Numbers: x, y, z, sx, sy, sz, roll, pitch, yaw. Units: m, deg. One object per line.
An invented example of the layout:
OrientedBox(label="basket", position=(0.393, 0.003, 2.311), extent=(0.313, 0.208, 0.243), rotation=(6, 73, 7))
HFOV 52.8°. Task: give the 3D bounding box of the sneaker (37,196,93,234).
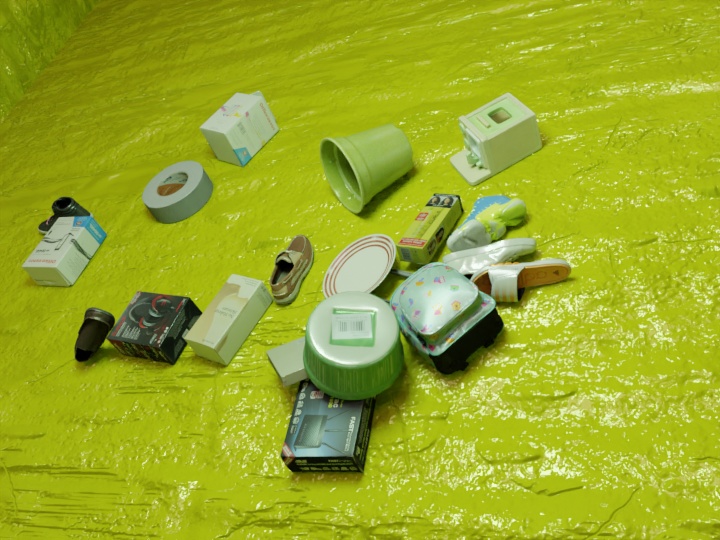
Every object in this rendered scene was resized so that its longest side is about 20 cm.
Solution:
OrientedBox(label="sneaker", position=(-0.938, -0.176, 2.251), extent=(0.199, 0.099, 0.071), rotation=(-11, 47, 19))

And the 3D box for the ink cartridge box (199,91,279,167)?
OrientedBox(label="ink cartridge box", position=(-0.355, -0.435, 2.187), extent=(0.125, 0.129, 0.200), rotation=(19, 58, 38))

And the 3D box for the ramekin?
OrientedBox(label="ramekin", position=(-0.014, 0.136, 1.386), extent=(0.198, 0.098, 0.201), rotation=(0, 50, 1))

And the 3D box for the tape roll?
OrientedBox(label="tape roll", position=(-0.536, -0.232, 2.128), extent=(0.199, 0.066, 0.201), rotation=(-14, 44, 13))

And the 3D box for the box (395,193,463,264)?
OrientedBox(label="box", position=(0.158, -0.097, 1.642), extent=(0.075, 0.050, 0.200), rotation=(9, 46, 34))

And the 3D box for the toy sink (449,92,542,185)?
OrientedBox(label="toy sink", position=(0.314, -0.321, 1.755), extent=(0.199, 0.112, 0.131), rotation=(-29, 42, -1))

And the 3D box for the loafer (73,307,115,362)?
OrientedBox(label="loafer", position=(-0.643, 0.161, 1.745), extent=(0.073, 0.200, 0.071), rotation=(20, 47, -16))

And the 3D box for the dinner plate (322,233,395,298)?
OrientedBox(label="dinner plate", position=(0.000, 0.000, 1.645), extent=(0.199, 0.024, 0.201), rotation=(-28, 36, 22))

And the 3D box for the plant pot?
OrientedBox(label="plant pot", position=(0.026, -0.272, 1.815), extent=(0.183, 0.201, 0.200), rotation=(-28, 41, -19))

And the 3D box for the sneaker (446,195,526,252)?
OrientedBox(label="sneaker", position=(0.266, -0.105, 1.612), extent=(0.199, 0.076, 0.105), rotation=(-26, 30, -9))

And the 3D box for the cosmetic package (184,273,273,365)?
OrientedBox(label="cosmetic package", position=(-0.303, 0.111, 1.677), extent=(0.105, 0.071, 0.201), rotation=(10, 54, 33))

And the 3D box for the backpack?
OrientedBox(label="backpack", position=(0.154, 0.079, 1.426), extent=(0.176, 0.154, 0.200), rotation=(-41, 40, -7))

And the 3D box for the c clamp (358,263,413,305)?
OrientedBox(label="c clamp", position=(0.095, 0.030, 1.595), extent=(0.199, 0.027, 0.172), rotation=(8, 58, 30))

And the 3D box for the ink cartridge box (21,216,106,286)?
OrientedBox(label="ink cartridge box", position=(-0.858, -0.057, 2.108), extent=(0.145, 0.085, 0.201), rotation=(0, 49, 26))

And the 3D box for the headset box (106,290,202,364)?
OrientedBox(label="headset box", position=(-0.503, 0.134, 1.752), extent=(0.199, 0.075, 0.149), rotation=(5, 53, 30))

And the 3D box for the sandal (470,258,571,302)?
OrientedBox(label="sandal", position=(0.318, 0.024, 1.445), extent=(0.205, 0.079, 0.059), rotation=(-12, 42, 14))

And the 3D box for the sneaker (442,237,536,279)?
OrientedBox(label="sneaker", position=(0.278, -0.011, 1.524), extent=(0.198, 0.073, 0.085), rotation=(-15, 74, 5))

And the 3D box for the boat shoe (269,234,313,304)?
OrientedBox(label="boat shoe", position=(-0.165, -0.015, 1.729), extent=(0.075, 0.072, 0.201), rotation=(-6, 47, 21))

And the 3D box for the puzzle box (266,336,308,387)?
OrientedBox(label="puzzle box", position=(-0.083, 0.166, 1.484), extent=(0.199, 0.026, 0.133), rotation=(-20, 22, -14))

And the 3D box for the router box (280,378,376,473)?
OrientedBox(label="router box", position=(-0.055, 0.285, 1.393), extent=(0.149, 0.062, 0.201), rotation=(-6, 47, 20))
